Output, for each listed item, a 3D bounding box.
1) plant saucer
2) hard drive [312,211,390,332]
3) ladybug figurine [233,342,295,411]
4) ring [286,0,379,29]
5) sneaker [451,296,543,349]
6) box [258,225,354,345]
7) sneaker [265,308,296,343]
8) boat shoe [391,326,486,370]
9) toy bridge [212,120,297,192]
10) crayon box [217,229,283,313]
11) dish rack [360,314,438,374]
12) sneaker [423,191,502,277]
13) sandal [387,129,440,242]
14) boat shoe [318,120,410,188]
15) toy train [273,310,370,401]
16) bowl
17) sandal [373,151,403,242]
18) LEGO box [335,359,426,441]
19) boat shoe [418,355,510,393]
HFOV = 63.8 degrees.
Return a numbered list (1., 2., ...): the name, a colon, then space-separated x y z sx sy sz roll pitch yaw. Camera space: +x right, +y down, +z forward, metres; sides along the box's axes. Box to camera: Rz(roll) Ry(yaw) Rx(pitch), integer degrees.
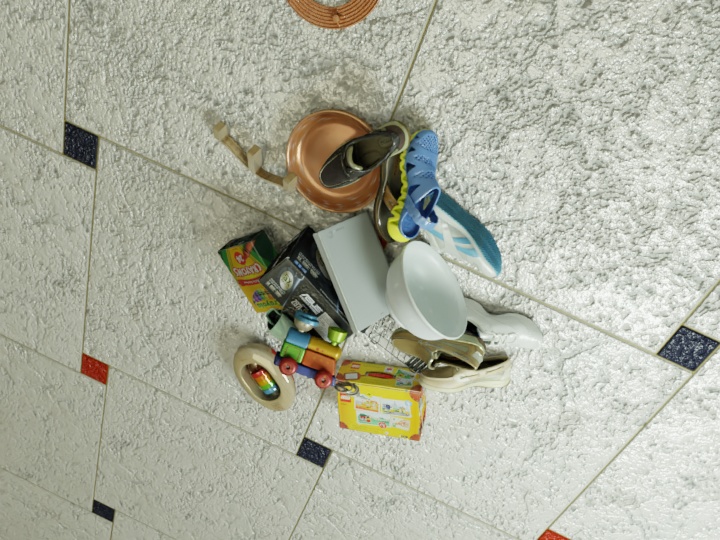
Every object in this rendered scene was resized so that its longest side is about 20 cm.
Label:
1. plant saucer: -0.044 -0.207 1.096 0.198 0.038 0.202 8 122 13
2. hard drive: 0.000 0.000 1.120 0.026 0.131 0.202 -15 99 54
3. ladybug figurine: -0.224 0.253 1.400 0.135 0.072 0.201 -19 112 25
4. ring: -0.051 -0.499 0.939 0.198 0.019 0.202 8 120 13
5. sneaker: 0.268 0.124 1.162 0.198 0.087 0.075 15 122 7
6. box: -0.087 0.035 1.171 0.086 0.164 0.200 -36 104 24
7. sneaker: -0.138 0.103 1.214 0.118 0.201 0.074 41 99 -12
8. boat shoe: 0.144 0.159 1.147 0.198 0.077 0.072 2 135 31
9. toy bridge: -0.207 -0.216 1.130 0.199 0.027 0.067 36 157 10
10. crayon box: -0.208 0.019 1.251 0.126 0.051 0.201 -12 116 42
11. dish rack: 0.104 0.128 1.237 0.199 0.055 0.154 37 125 -8
12. sneaker: 0.185 -0.059 1.095 0.200 0.077 0.081 44 129 -2
13. sandal: 0.111 -0.147 1.018 0.087 0.079 0.203 13 96 53
14. boat shoe: -0.006 -0.200 1.015 0.199 0.065 0.074 -28 94 35
15. toy train: -0.054 0.159 1.091 0.198 0.085 0.117 21 93 -7
16. bowl: 0.110 0.051 1.102 0.090 0.202 0.202 -29 108 32
17. sandal: 0.070 -0.141 1.072 0.054 0.081 0.202 24 119 32
18. LEGO box: 0.048 0.300 1.338 0.198 0.077 0.150 6 121 14
19. boat shoe: 0.220 0.212 1.225 0.197 0.072 0.066 -3 113 -1
